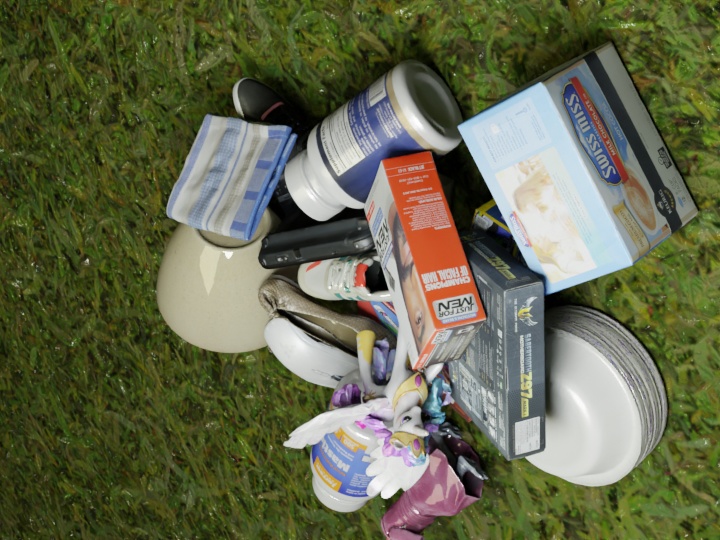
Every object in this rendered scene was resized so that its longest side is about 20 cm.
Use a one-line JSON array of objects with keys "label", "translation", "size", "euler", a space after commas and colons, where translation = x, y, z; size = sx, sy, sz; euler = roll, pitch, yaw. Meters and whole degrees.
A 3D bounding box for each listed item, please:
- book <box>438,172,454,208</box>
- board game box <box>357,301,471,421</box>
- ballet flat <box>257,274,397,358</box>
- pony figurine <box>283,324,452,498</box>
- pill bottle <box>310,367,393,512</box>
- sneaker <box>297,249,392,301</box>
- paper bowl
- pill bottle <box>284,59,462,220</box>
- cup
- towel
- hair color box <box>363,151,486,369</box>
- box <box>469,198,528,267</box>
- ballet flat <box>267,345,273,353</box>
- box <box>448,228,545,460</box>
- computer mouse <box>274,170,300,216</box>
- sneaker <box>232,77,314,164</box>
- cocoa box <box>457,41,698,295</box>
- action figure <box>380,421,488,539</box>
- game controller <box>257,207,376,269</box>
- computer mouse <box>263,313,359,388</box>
[{"label": "book", "translation": [0.042, -0.043, 1.688], "size": [0.133, 0.048, 0.202], "euler": [31, 132, 32]}, {"label": "board game box", "translation": [0.068, 0.090, 1.679], "size": [0.200, 0.019, 0.104], "euler": [41, 156, 27]}, {"label": "ballet flat", "translation": [-0.038, 0.071, 1.699], "size": [0.198, 0.047, 0.068], "euler": [29, 137, 2]}, {"label": "pony figurine", "translation": [0.027, 0.151, 1.570], "size": [0.165, 0.202, 0.193], "euler": [25, 140, -24]}, {"label": "pill bottle", "translation": [-0.002, 0.221, 1.749], "size": [0.112, 0.112, 0.201], "euler": [42, 142, 18]}, {"label": "sneaker", "translation": [0.000, 0.000, 1.620], "size": [0.197, 0.093, 0.071], "euler": [2, 89, 28]}, {"label": "paper bowl", "translation": [0.236, 0.149, 1.562], "size": [0.199, 0.104, 0.203], "euler": [24, 128, 35]}, {"label": "pill bottle", "translation": [0.010, -0.139, 1.565], "size": [0.199, 0.111, 0.112], "euler": [-33, 90, 31]}, {"label": "cup", "translation": [-0.166, -0.019, 1.777], "size": [0.200, 0.200, 0.144], "euler": [37, 147, 23]}, {"label": "towel", "translation": [-0.160, -0.117, 1.672], "size": [0.199, 0.024, 0.149], "euler": [17, 82, 53]}, {"label": "hair color box", "translation": [0.066, -0.011, 1.491], "size": [0.111, 0.063, 0.202], "euler": [113, 143, -62]}, {"label": "box", "translation": [0.153, 0.011, 1.584], "size": [0.064, 0.070, 0.202], "euler": [36, 135, 26]}, {"label": "ballet flat", "translation": [-0.047, 0.115, 1.852], "size": [0.198, 0.072, 0.069], "euler": [16, 159, 40]}, {"label": "box", "translation": [0.143, 0.077, 1.486], "size": [0.158, 0.050, 0.203], "euler": [-135, 37, -60]}, {"label": "computer mouse", "translation": [-0.061, -0.064, 1.798], "size": [0.058, 0.034, 0.202], "euler": [-16, 107, 32]}, {"label": "sneaker", "translation": [-0.075, -0.168, 1.695], "size": [0.201, 0.071, 0.099], "euler": [51, 156, -1]}, {"label": "cocoa box", "translation": [0.218, -0.101, 1.400], "size": [0.133, 0.131, 0.202], "euler": [-23, 97, 50]}, {"label": "action figure", "translation": [0.073, 0.301, 1.775], "size": [0.148, 0.134, 0.201], "euler": [31, 115, -12]}, {"label": "game controller", "translation": [-0.035, -0.048, 1.653], "size": [0.198, 0.104, 0.042], "euler": [-8, 116, 42]}, {"label": "computer mouse", "translation": [-0.040, 0.126, 1.770], "size": [0.199, 0.044, 0.110], "euler": [32, 126, -22]}]
